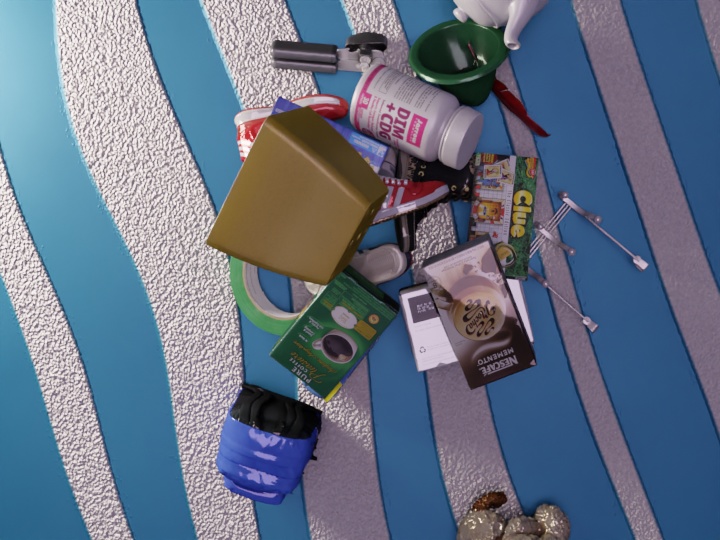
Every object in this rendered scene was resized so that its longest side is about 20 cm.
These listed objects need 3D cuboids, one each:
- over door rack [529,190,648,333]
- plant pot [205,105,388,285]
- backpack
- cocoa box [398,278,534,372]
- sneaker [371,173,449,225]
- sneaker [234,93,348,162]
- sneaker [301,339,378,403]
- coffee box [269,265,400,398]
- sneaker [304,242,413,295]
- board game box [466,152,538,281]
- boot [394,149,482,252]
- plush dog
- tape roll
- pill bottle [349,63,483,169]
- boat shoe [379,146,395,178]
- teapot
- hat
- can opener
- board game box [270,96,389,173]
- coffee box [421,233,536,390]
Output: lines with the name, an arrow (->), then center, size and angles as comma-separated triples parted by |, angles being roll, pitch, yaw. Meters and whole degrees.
over door rack -> 0.368, -0.014, 1.579 | 0.199, 0.067, 0.148 | 40, 94, -1
plant pot -> -0.073, -0.095, 1.345 | 0.175, 0.200, 0.202 | 31, 109, 5
backpack -> -0.149, 0.293, 1.544 | 0.159, 0.200, 0.171 | 12, 93, 0
cocoa box -> 0.170, 0.073, 1.556 | 0.196, 0.131, 0.136 | -14, 92, 2
sneaker -> 0.031, -0.133, 1.447 | 0.196, 0.071, 0.115 | -18, 90, -1
sneaker -> -0.109, -0.216, 1.565 | 0.196, 0.078, 0.118 | -10, 76, 15
sneaker -> -0.026, 0.126, 1.597 | 0.078, 0.066, 0.201 | 39, 94, -2
coffee box -> -0.043, 0.096, 1.512 | 0.122, 0.044, 0.201 | 36, 112, -8
sneaker -> 0.000, 0.000, 1.593 | 0.196, 0.084, 0.077 | -9, 92, 27
board game box -> 0.224, -0.087, 1.502 | 0.102, 0.024, 0.204 | 6, 74, 7
boot -> 0.131, -0.120, 1.543 | 0.150, 0.074, 0.207 | 4, 58, -2
plush dog -> 0.238, 0.473, 1.584 | 0.169, 0.160, 0.204 | 21, 92, 27
tape roll -> -0.121, 0.005, 1.572 | 0.196, 0.048, 0.205 | 2, 96, 21
pill bottle -> 0.091, -0.246, 1.523 | 0.197, 0.113, 0.115 | 26, 94, 19
boat shoe -> -0.035, -0.179, 1.584 | 0.196, 0.071, 0.071 | -2, 55, 17
teapot -> 0.201, -0.461, 1.505 | 0.197, 0.200, 0.146 | 43, 99, -10
hat -> 0.185, -0.295, 1.584 | 0.164, 0.178, 0.200 | -34, 47, -14
can opener -> -0.053, -0.363, 1.586 | 0.195, 0.053, 0.068 | 1, 59, 0
board game box -> -0.081, -0.143, 1.501 | 0.197, 0.041, 0.203 | 23, 86, 1
coffee box -> 0.181, 0.062, 1.437 | 0.111, 0.080, 0.203 | -22, 96, 11
